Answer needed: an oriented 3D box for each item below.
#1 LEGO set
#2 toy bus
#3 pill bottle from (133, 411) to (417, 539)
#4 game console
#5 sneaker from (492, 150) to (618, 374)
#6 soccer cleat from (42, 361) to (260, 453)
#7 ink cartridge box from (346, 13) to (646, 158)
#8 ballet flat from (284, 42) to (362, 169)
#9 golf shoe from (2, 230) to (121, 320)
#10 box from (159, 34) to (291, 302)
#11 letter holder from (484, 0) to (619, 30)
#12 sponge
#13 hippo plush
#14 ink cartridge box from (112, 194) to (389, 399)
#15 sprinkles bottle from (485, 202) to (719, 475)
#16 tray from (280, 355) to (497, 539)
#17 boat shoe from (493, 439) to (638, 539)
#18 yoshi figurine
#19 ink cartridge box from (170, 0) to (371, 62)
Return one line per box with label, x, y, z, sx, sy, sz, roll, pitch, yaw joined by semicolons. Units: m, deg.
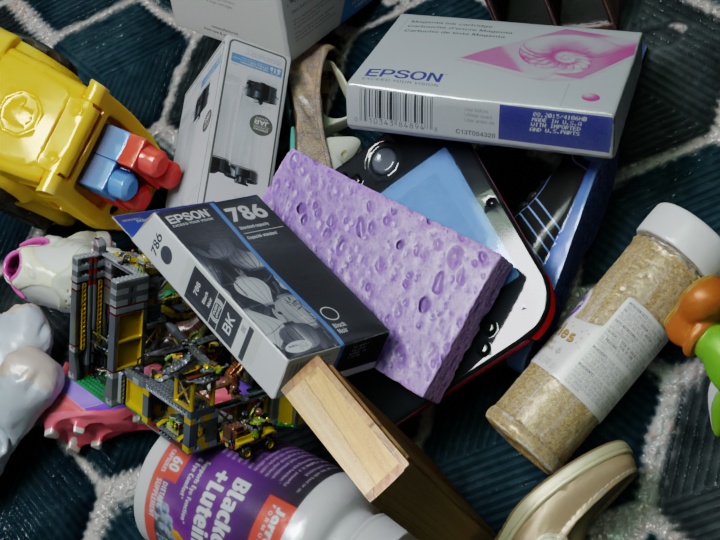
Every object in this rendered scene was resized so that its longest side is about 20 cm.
LEGO set;-0.123;0.039;0.908;0.199;0.152;0.117;31;122;46
toy bus;-0.235;-0.096;1.072;0.190;0.200;0.137;21;80;17
pill bottle;-0.055;0.183;0.884;0.198;0.111;0.112;20;74;31
game console;0.033;-0.002;0.912;0.176;0.031;0.201;-32;63;10
sneaker;0.128;-0.023;0.930;0.077;0.070;0.202;20;76;24
soccer cleat;-0.171;0.099;1.012;0.198;0.067;0.077;-10;57;23
ink cartridge box;0.110;-0.156;0.942;0.194;0.044;0.201;8;35;16
ballet flat;-0.033;-0.116;1.056;0.066;0.068;0.202;-6;62;-2
golf shoe;-0.250;-0.004;1.033;0.200;0.091;0.076;-172;97;-71
box;-0.117;-0.078;1.041;0.116;0.059;0.202;-36;43;57
letter holder;0.152;-0.314;1.021;0.099;0.142;0.202;-3;64;23
sponge;0.000;0.000;0.899;0.199;0.030;0.112;29;91;31
hippo plush;-0.358;0.098;1.016;0.159;0.160;0.202;36;98;52
ink cartridge box;-0.079;0.002;0.864;0.200;0.099;0.040;43;127;29
sprinkles bottle;0.175;0.048;0.873;0.068;0.068;0.200;37;84;34
tray;0.027;0.134;0.818;0.037;0.200;0.099;-42;56;-2
boat shoe;0.119;0.198;0.828;0.200;0.071;0.065;-47;62;6
yoshi figurine;0.288;0.081;0.785;0.112;0.112;0.201;-31;59;0
ink cartridge box;-0.082;-0.315;1.068;0.144;0.202;0.147;23;48;32
